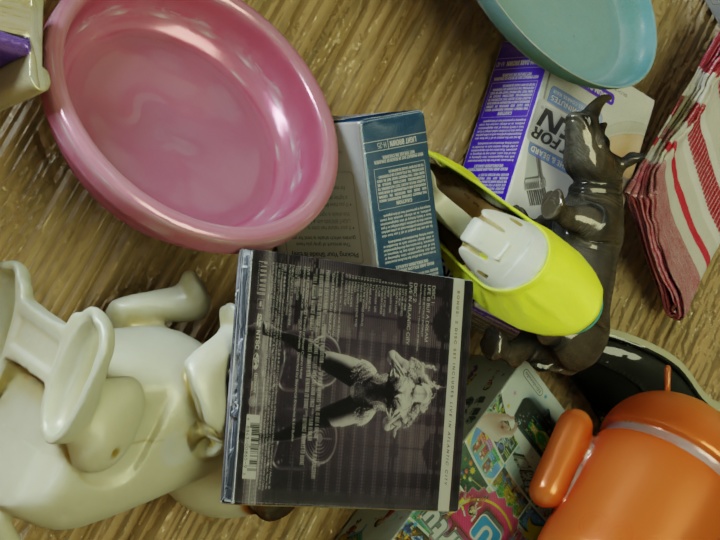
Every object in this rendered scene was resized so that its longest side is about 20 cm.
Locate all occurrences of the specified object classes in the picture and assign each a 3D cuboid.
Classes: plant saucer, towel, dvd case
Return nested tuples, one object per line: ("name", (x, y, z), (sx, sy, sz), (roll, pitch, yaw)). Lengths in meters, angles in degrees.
("plant saucer", (-0.109, -0.091, 1.416), (0.200, 0.051, 0.201), (20, 49, -25))
("towel", (0.261, -0.081, 1.731), (0.200, 0.023, 0.144), (-57, 144, -27))
("dvd case", (-0.005, 0.070, 1.426), (0.200, 0.016, 0.149), (8, 85, -46))
("plant saucer", (0.127, -0.207, 1.610), (0.200, 0.027, 0.201), (28, 45, -32))

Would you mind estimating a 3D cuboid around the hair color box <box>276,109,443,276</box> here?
("hair color box", (0.000, 0.000, 1.516), (0.060, 0.100, 0.201), (-12, 99, -40))

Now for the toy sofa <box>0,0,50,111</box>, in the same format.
("toy sofa", (-0.277, -0.122, 1.297), (0.200, 0.083, 0.098), (10, 72, -38))

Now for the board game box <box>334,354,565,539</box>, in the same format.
("board game box", (0.080, 0.180, 1.607), (0.148, 0.064, 0.200), (51, 63, -26))

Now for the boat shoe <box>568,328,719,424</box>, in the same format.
("boat shoe", (0.209, 0.103, 1.698), (0.201, 0.074, 0.063), (40, 60, -36))

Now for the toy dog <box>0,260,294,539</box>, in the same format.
("toy dog", (-0.121, 0.096, 1.403), (0.200, 0.139, 0.195), (10, 91, -39))

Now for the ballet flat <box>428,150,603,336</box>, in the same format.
("ballet flat", (0.075, -0.024, 1.519), (0.067, 0.200, 0.067), (-49, 140, 0))

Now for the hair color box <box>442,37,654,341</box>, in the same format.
("hair color box", (0.126, -0.050, 1.637), (0.109, 0.065, 0.201), (26, 77, -36))

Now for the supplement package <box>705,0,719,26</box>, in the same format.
("supplement package", (0.340, -0.263, 1.743), (0.152, 0.150, 0.200), (-50, 119, -27))

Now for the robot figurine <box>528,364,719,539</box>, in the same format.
("robot figurine", (0.194, 0.167, 1.586), (0.200, 0.143, 0.117), (-58, 151, -23))

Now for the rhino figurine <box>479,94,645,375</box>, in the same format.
("rhino figurine", (0.143, -0.024, 1.575), (0.087, 0.060, 0.201), (23, 75, -39))
